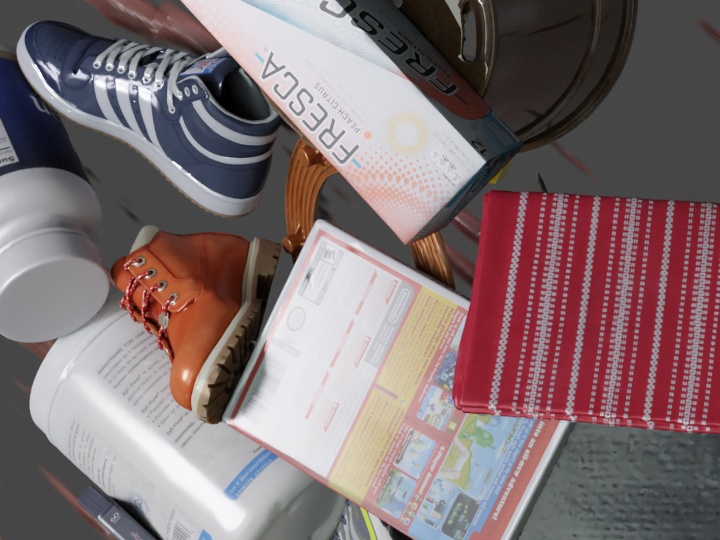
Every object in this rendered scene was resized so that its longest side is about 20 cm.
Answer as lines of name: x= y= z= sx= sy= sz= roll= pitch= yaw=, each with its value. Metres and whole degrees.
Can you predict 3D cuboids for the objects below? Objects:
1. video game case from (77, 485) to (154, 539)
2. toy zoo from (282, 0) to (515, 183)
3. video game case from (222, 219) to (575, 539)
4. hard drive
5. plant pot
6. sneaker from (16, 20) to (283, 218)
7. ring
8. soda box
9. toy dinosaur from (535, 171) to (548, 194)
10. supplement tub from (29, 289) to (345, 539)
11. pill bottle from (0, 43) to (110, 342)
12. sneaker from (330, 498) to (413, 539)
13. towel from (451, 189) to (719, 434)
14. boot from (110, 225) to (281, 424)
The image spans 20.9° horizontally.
video game case: x=-0.112 y=0.226 z=1.347 sx=0.200 sy=0.143 sz=0.019 roll=45 pitch=79 yaw=-8
toy zoo: x=0.041 y=-0.137 z=1.269 sx=0.199 sy=0.020 sz=0.132 roll=18 pitch=109 yaw=19
video game case: x=0.026 y=0.076 z=1.174 sx=0.200 sy=0.017 sz=0.143 roll=29 pitch=99 yaw=21
hard drive: x=0.168 y=0.114 z=1.167 sx=0.199 sy=0.042 sz=0.135 roll=0 pitch=89 yaw=8
plant pot: x=0.041 y=-0.152 z=1.143 sx=0.200 sy=0.198 sz=0.201 roll=5 pitch=104 yaw=22
sneaker: x=-0.136 y=-0.130 z=1.305 sx=0.200 sy=0.070 sz=0.109 roll=35 pitch=140 yaw=6
ring: x=0.000 y=0.000 z=1.261 sx=0.200 sy=0.019 sz=0.201 roll=39 pitch=140 yaw=44
soda box: x=-0.010 y=-0.111 z=1.030 sx=0.200 sy=0.064 sz=0.068 roll=47 pitch=116 yaw=6
toy dinosaur: x=0.107 y=0.038 z=1.251 sx=0.077 sy=0.102 sz=0.201 roll=-2 pitch=93 yaw=42
supplement tub: x=-0.113 y=0.117 z=1.322 sx=0.200 sy=0.132 sz=0.132 roll=39 pitch=116 yaw=24
pill bottle: x=-0.240 y=-0.052 z=1.323 sx=0.111 sy=0.111 sz=0.200 roll=-48 pitch=52 yaw=26
sneaker: x=0.010 y=0.163 z=1.251 sx=0.081 sy=0.074 sz=0.201 roll=-3 pitch=103 yaw=44
towel: x=0.158 y=0.024 z=1.121 sx=0.199 sy=0.022 sz=0.145 roll=5 pitch=66 yaw=11
boot: x=-0.116 y=0.030 z=1.266 sx=0.107 sy=0.200 sz=0.075 roll=16 pitch=114 yaw=-4
